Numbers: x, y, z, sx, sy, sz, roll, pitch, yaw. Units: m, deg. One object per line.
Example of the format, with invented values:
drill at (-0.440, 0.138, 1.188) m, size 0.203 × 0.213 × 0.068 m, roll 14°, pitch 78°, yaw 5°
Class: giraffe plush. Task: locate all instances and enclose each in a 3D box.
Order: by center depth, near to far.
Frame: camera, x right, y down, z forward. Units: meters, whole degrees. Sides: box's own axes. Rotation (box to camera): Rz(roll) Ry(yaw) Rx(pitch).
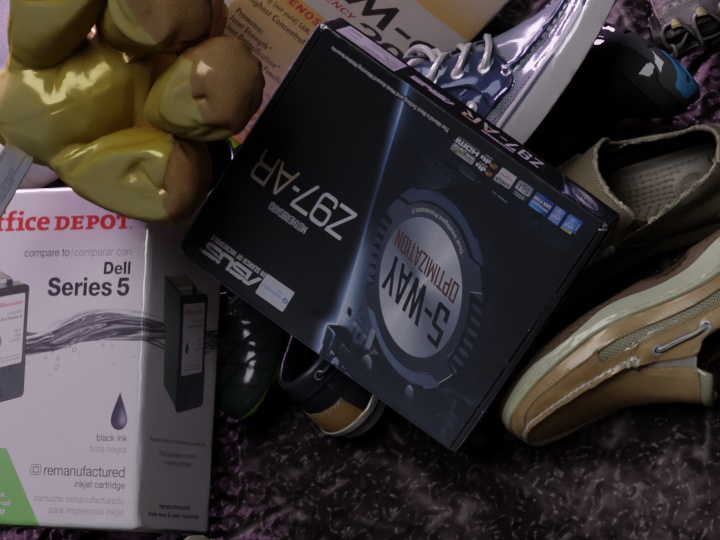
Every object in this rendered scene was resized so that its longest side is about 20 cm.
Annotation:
giraffe plush at (-0.128, -0.116, 1.575) m, size 0.200 × 0.173 × 0.162 m, roll -37°, pitch 3°, yaw 32°

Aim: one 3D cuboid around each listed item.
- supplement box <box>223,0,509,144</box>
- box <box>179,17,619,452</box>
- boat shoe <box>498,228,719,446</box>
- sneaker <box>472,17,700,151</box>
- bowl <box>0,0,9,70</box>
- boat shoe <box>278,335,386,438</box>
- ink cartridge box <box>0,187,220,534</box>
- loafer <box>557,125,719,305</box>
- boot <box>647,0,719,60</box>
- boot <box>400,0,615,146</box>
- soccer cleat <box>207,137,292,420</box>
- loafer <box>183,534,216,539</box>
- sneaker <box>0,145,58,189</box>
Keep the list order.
supplement box at (-0.009, -0.154, 1.660) m, size 0.200 × 0.126 × 0.074 m, roll -46°, pitch 13°, yaw 30°
box at (0.020, -0.021, 1.555) m, size 0.200 × 0.044 × 0.160 m, roll 36°, pitch 107°, yaw 7°
boat shoe at (0.173, 0.046, 1.547) m, size 0.200 × 0.072 × 0.076 m, roll -36°, pitch 68°, yaw 4°
sneaker at (0.118, -0.101, 1.651) m, size 0.200 × 0.073 × 0.082 m, roll 7°, pitch 64°, yaw 48°
bowl at (-0.199, -0.206, 1.891) m, size 0.200 × 0.039 × 0.201 m, roll -14°, pitch 54°, yaw 20°
boat shoe at (0.000, 0.000, 1.647) m, size 0.074 × 0.062 × 0.201 m, roll -15°, pitch 52°, yaw 51°
ink cartridge box at (-0.164, 0.053, 1.633) m, size 0.145 × 0.084 × 0.201 m, roll -1°, pitch 83°, yaw 30°
loafer at (0.138, -0.038, 1.601) m, size 0.199 × 0.067 × 0.076 m, roll -24°, pitch 53°, yaw 11°
boot at (0.254, -0.165, 1.623) m, size 0.174 × 0.069 × 0.200 m, roll -25°, pitch 42°, yaw 0°
boot at (0.060, -0.106, 1.580) m, size 0.090 × 0.073 × 0.200 m, roll 35°, pitch 103°, yaw -5°
soccer cleat at (-0.083, -0.002, 1.679) m, size 0.067 × 0.081 × 0.201 m, roll -36°, pitch 42°, yaw 43°
loafer at (-0.079, 0.187, 1.572) m, size 0.199 × 0.076 × 0.068 m, roll 1°, pitch 67°, yaw 26°
sneaker at (-0.152, -0.111, 1.786) m, size 0.200 × 0.070 × 0.093 m, roll -40°, pitch 50°, yaw 4°
